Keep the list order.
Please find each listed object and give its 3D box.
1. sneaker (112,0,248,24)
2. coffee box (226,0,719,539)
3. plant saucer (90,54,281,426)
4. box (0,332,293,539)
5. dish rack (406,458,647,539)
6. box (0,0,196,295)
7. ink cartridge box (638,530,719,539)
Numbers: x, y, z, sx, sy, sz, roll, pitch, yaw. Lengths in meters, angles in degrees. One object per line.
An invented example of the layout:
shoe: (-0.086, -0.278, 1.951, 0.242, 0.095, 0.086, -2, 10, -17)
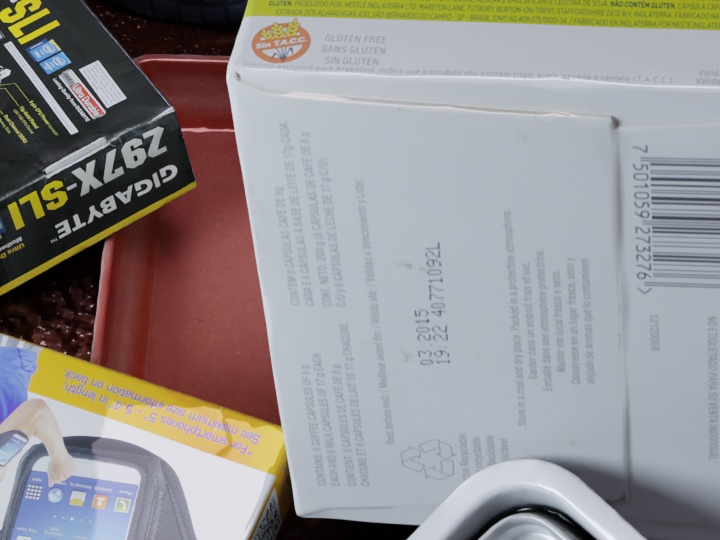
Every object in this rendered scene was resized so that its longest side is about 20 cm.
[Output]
sneaker: (-0.113, -0.173, 1.144, 0.199, 0.074, 0.082, 24, 51, 17)
coffee box: (0.077, -0.048, 0.887, 0.199, 0.200, 0.198, 2, 43, 8)
plant saucer: (0.000, 0.000, 1.020, 0.199, 0.037, 0.200, 2, 49, 0)
box: (-0.110, 0.127, 0.884, 0.118, 0.042, 0.201, 17, 61, 12)
dish rack: (0.042, 0.178, 0.823, 0.200, 0.044, 0.172, -46, 59, -3)
box: (-0.182, -0.066, 1.040, 0.159, 0.049, 0.200, -29, 49, -16)
ink cartridge box: (0.156, 0.103, 0.918, 0.199, 0.059, 0.104, -28, 56, -23)
